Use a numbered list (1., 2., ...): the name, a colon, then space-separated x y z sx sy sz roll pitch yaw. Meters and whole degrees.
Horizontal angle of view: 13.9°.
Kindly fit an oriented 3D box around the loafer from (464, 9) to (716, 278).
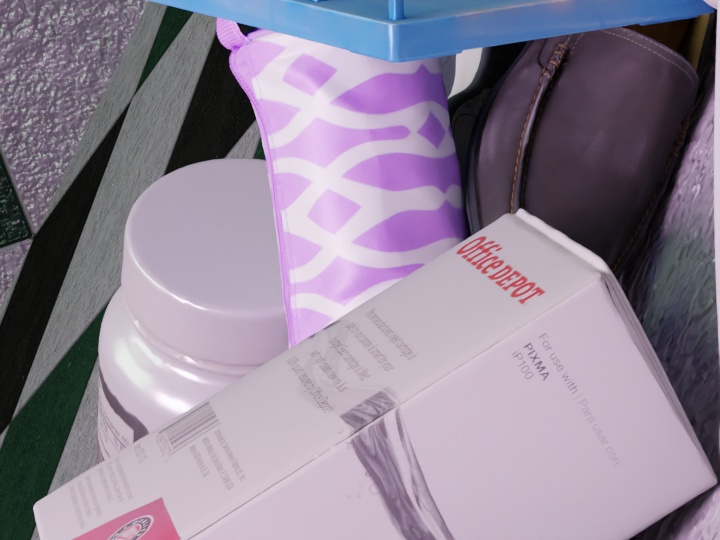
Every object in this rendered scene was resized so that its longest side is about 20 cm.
1. loafer: 0.091 -0.066 1.092 0.072 0.073 0.201 -44 26 50

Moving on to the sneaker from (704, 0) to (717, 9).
1. sneaker: 0.144 -0.100 0.915 0.200 0.078 0.100 150 139 -72

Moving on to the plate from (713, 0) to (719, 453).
1. plate: 0.106 0.034 0.738 0.200 0.032 0.201 -83 -11 -52

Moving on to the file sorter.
1. file sorter: 0.010 -0.155 1.050 0.200 0.138 0.123 19 114 53

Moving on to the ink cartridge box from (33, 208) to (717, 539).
1. ink cartridge box: 0.000 0.073 0.960 0.200 0.083 0.147 -32 12 -3

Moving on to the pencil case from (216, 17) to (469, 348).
1. pencil case: 0.000 0.000 1.091 0.084 0.085 0.201 142 121 -79

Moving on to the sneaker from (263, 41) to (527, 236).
1. sneaker: 0.013 -0.025 1.238 0.146 0.077 0.203 -34 17 26

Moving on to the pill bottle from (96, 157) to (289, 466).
1. pill bottle: -0.052 0.060 1.213 0.113 0.113 0.201 -79 -3 -48
